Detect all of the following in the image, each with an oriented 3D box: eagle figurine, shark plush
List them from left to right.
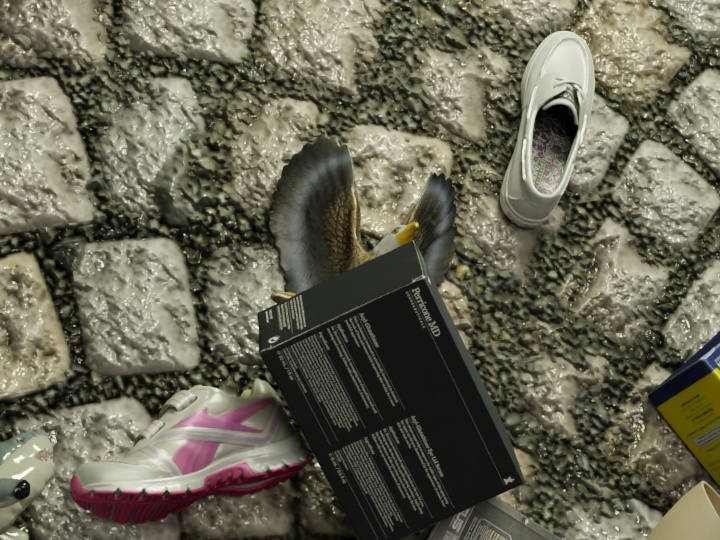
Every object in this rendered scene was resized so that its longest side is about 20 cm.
[{"bbox_3d":[-0.327,0.178,1.524,0.199,0.091,0.084,-18,55,-4],"label":"shark plush"},{"bbox_3d":[0.006,-0.004,1.676,0.201,0.150,0.152,-89,155,-52],"label":"eagle figurine"}]

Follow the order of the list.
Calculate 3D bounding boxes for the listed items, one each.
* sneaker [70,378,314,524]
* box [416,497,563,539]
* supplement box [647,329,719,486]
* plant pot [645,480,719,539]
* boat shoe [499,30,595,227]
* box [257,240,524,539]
[{"bbox_3d":[-0.139,0.139,1.581,0.199,0.081,0.089,-10,72,-31],"label":"sneaker"},{"bbox_3d":[0.097,0.291,1.617,0.158,0.048,0.201,32,63,-6],"label":"box"},{"bbox_3d":[0.367,0.140,1.739,0.109,0.110,0.200,-37,85,-27],"label":"supplement box"},{"bbox_3d":[0.280,0.291,1.622,0.134,0.200,0.201,-35,83,9],"label":"plant pot"},{"bbox_3d":[0.173,-0.137,1.801,0.072,0.069,0.201,27,63,-8],"label":"boat shoe"},{"bbox_3d":[0.024,0.100,1.572,0.140,0.079,0.201,-23,113,7],"label":"box"}]
